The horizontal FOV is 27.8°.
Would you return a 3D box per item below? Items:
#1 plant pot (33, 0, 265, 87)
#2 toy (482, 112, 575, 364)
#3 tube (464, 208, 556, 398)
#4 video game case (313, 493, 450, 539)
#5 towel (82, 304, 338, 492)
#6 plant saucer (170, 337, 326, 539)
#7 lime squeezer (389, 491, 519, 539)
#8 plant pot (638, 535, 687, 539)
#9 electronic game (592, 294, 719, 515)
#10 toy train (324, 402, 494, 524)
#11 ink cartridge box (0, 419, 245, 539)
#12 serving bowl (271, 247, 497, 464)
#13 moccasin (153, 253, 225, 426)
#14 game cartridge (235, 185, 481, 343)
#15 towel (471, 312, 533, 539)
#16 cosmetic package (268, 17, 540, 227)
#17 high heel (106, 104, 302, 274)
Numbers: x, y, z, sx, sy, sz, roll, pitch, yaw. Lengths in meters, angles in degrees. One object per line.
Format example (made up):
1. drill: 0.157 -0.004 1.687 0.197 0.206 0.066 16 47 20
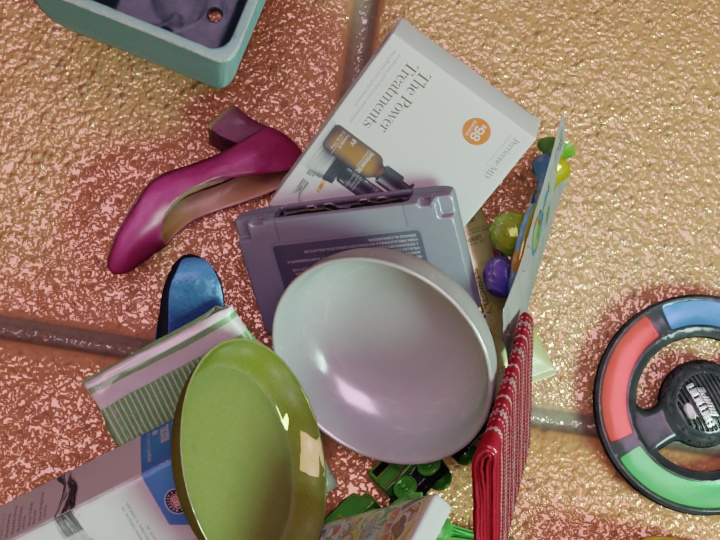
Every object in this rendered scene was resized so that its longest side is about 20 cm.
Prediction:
1. plant pot: -0.166 -0.271 1.282 0.195 0.200 0.197 21 79 0
2. toy: 0.140 -0.030 1.286 0.047 0.115 0.201 16 66 17
3. tube: 0.112 0.013 1.324 0.058 0.052 0.201 -22 84 24
4. video game case: -0.027 0.271 1.130 0.023 0.182 0.200 42 56 -15
5. towel: -0.128 0.143 1.252 0.152 0.023 0.201 -29 109 -5
6. plant saucer: -0.094 0.156 1.176 0.031 0.200 0.201 -14 79 29
7. lime squeezer: 0.066 0.212 1.241 0.070 0.200 0.038 -22 59 22
8. plant pot: 0.298 0.345 1.211 0.199 0.200 0.184 18 95 0
9. electronic game: 0.309 0.121 1.318 0.199 0.042 0.201 1 80 -3
10. toy train: 0.042 0.182 1.284 0.200 0.042 0.056 -44 47 -8
11. ink cartridge box: -0.198 0.234 1.207 0.199 0.084 0.146 -27 111 0
12. serving bowl: 0.028 0.064 1.231 0.200 0.200 0.066 37 37 4
13. moccasin: -0.147 0.084 1.280 0.080 0.068 0.201 8 102 -15
14. game cartridge: 0.000 0.000 1.269 0.199 0.041 0.134 -6 114 18
15. towel: 0.119 0.146 1.207 0.022 0.200 0.145 6 122 13
16. cosmetic package: 0.036 -0.093 1.260 0.150 0.052 0.200 34 119 -7
17. high heel: -0.137 -0.057 1.308 0.096 0.067 0.200 35 76 14
